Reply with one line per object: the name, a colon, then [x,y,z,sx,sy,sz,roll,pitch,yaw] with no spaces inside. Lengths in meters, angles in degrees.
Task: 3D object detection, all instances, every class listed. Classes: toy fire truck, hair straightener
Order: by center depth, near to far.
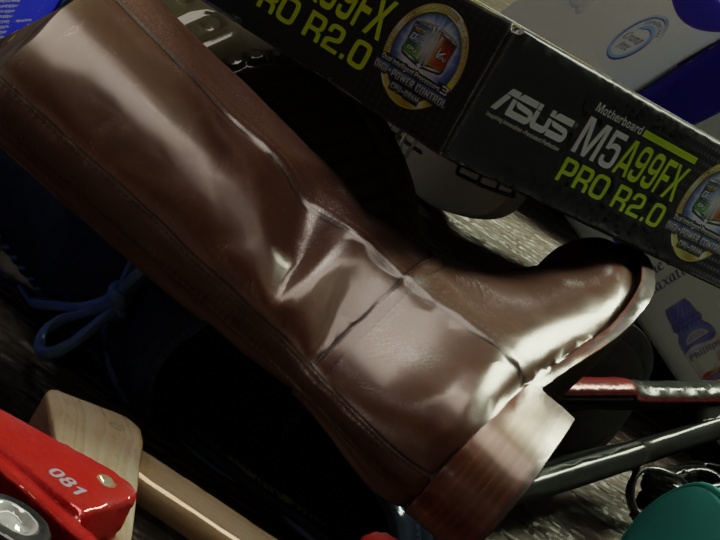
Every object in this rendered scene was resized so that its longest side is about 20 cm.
toy fire truck: [-0.077,0.060,0.558,0.200,0.049,0.141,37,18,19]
hair straightener: [0.102,0.078,0.822,0.200,0.041,0.077,3,77,-51]

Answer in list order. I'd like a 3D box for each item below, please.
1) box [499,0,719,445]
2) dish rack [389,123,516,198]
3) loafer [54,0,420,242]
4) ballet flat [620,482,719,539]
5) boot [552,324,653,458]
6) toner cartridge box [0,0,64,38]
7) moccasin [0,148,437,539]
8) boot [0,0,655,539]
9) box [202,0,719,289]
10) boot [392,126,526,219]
box: [0.154,-0.033,0.990,0.200,0.105,0.184,54,9,-22]
dish rack: [-0.026,-0.080,0.970,0.200,0.055,0.153,32,2,-17]
loafer: [-0.051,-0.049,0.780,0.076,0.068,0.200,-21,57,-29]
ballet flat: [0.113,0.133,0.675,0.071,0.071,0.200,30,17,-6]
boot: [0.000,0.000,0.871,0.188,0.069,0.200,3,25,-43]
toner cartridge box: [-0.165,-0.070,0.685,0.043,0.095,0.200,35,17,12]
moccasin: [-0.045,0.015,0.684,0.200,0.081,0.068,35,22,11]
boot: [-0.012,-0.026,0.666,0.200,0.064,0.186,40,25,1]
box: [0.044,-0.062,0.727,0.200,0.044,0.160,21,12,-48]
boot: [0.046,-0.089,1.124,0.090,0.073,0.200,7,29,-42]
